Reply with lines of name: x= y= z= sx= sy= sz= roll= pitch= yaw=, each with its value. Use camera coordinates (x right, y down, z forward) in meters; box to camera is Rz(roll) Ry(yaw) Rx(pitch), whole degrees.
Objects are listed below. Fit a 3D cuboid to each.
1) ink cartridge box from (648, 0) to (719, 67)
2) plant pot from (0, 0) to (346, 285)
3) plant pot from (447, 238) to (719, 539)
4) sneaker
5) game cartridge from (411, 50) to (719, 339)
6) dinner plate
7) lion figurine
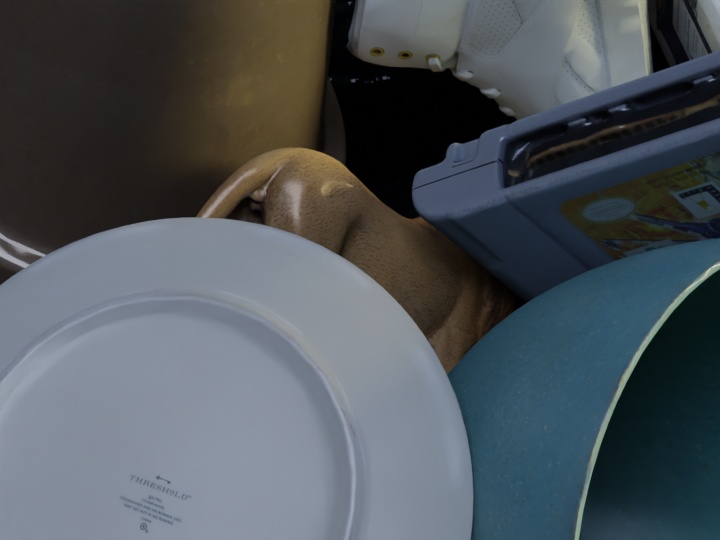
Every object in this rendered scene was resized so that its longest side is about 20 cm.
ink cartridge box: x=0.205 y=-0.103 z=0.891 sx=0.144 sy=0.084 sz=0.201 roll=-16 pitch=62 yaw=-6
plant pot: x=-0.083 y=-0.093 z=0.823 sx=0.199 sy=0.175 sz=0.201 roll=12 pitch=49 yaw=-14
plant pot: x=0.092 y=0.083 z=0.757 sx=0.134 sy=0.200 sz=0.200 roll=8 pitch=56 yaw=47
sneaker: x=0.055 y=-0.087 z=0.843 sx=0.115 sy=0.200 sz=0.074 roll=-8 pitch=40 yaw=11
game cartridge: x=0.136 y=-0.025 z=0.761 sx=0.199 sy=0.133 sz=0.042 roll=-18 pitch=49 yaw=33
dinner plate: x=-0.064 y=0.073 z=0.689 sx=0.199 sy=0.024 sz=0.201 roll=-4 pitch=70 yaw=10
lion figurine: x=0.000 y=0.000 z=0.806 sx=0.072 sy=0.200 sz=0.123 roll=24 pitch=87 yaw=38
